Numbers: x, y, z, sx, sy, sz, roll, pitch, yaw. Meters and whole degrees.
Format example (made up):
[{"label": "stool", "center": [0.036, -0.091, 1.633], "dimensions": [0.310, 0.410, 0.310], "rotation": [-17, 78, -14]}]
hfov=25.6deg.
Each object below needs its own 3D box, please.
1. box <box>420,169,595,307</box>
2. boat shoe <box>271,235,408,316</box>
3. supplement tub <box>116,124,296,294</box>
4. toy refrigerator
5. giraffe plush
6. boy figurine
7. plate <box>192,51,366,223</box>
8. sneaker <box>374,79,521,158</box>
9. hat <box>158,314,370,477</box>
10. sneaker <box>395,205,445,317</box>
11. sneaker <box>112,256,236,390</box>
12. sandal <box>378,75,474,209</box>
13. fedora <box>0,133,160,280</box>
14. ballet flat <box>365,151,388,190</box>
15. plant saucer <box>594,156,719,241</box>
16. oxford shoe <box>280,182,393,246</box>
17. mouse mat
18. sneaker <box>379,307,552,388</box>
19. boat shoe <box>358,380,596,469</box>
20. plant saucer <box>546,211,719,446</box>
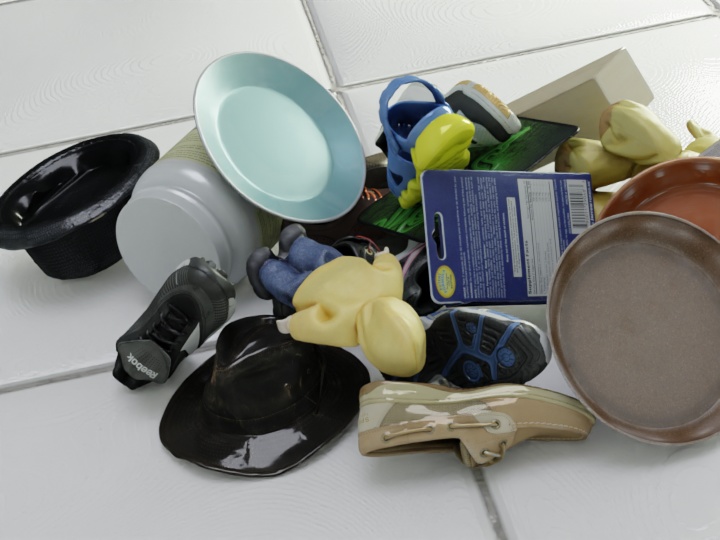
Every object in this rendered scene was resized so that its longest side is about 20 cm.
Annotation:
[{"label": "box", "center": [0.132, -0.029, 1.440], "dimensions": [0.198, 0.123, 0.032], "rotation": [0, -8, -34]}, {"label": "boat shoe", "center": [0.002, 0.001, 1.541], "dimensions": [0.200, 0.064, 0.073], "rotation": [-25, 33, -26]}, {"label": "supplement tub", "center": [-0.143, -0.071, 1.607], "dimensions": [0.144, 0.146, 0.200], "rotation": [9, 36, 26]}, {"label": "toy refrigerator", "center": [0.201, -0.152, 1.646], "dimensions": [0.199, 0.070, 0.076], "rotation": [-24, 14, 45]}, {"label": "giraffe plush", "center": [0.310, -0.084, 1.527], "dimensions": [0.199, 0.175, 0.161], "rotation": [-16, -4, 40]}, {"label": "boy figurine", "center": [-0.009, 0.024, 1.376], "dimensions": [0.124, 0.065, 0.199], "rotation": [-38, 46, -24]}, {"label": "plate", "center": [-0.083, -0.128, 1.572], "dimensions": [0.199, 0.026, 0.202], "rotation": [20, 51, -27]}, {"label": "sneaker", "center": [0.084, -0.135, 1.574], "dimensions": [0.088, 0.076, 0.200], "rotation": [-50, 22, -14]}, {"label": "hat", "center": [-0.089, 0.091, 1.401], "dimensions": [0.198, 0.082, 0.201], "rotation": [-6, 33, 4]}, {"label": "sneaker", "center": [0.083, -0.008, 1.505], "dimensions": [0.086, 0.081, 0.200], "rotation": [-3, 39, 48]}, {"label": "sneaker", "center": [-0.172, 0.058, 1.420], "dimensions": [0.066, 0.200, 0.091], "rotation": [40, 57, -6]}, {"label": "sandal", "center": [0.054, -0.122, 1.467], "dimensions": [0.079, 0.200, 0.087], "rotation": [-35, 80, -14]}, {"label": "fedora", "center": [-0.289, -0.058, 1.662], "dimensions": [0.198, 0.092, 0.201], "rotation": [-16, 32, 10]}, {"label": "ballet flat", "center": [0.040, -0.111, 1.695], "dimensions": [0.199, 0.068, 0.046], "rotation": [-22, 53, -30]}, {"label": "plant saucer", "center": [0.296, 0.001, 1.388], "dimensions": [0.198, 0.203, 0.032], "rotation": [-2, -11, 11]}, {"label": "oxford shoe", "center": [0.006, -0.059, 1.619], "dimensions": [0.199, 0.073, 0.071], "rotation": [-28, 37, -27]}, {"label": "mouse mat", "center": [0.102, -0.093, 1.543], "dimensions": [0.199, 0.008, 0.161], "rotation": [-37, 23, -16]}, {"label": "sneaker", "center": [0.096, 0.060, 1.376], "dimensions": [0.077, 0.077, 0.199], "rotation": [-22, 13, -36]}, {"label": "boat shoe", "center": [0.096, 0.134, 1.315], "dimensions": [0.197, 0.071, 0.065], "rotation": [2, 68, 2]}, {"label": "plant saucer", "center": [0.244, 0.050, 1.324], "dimensions": [0.198, 0.032, 0.203], "rotation": [5, 71, -14]}]
